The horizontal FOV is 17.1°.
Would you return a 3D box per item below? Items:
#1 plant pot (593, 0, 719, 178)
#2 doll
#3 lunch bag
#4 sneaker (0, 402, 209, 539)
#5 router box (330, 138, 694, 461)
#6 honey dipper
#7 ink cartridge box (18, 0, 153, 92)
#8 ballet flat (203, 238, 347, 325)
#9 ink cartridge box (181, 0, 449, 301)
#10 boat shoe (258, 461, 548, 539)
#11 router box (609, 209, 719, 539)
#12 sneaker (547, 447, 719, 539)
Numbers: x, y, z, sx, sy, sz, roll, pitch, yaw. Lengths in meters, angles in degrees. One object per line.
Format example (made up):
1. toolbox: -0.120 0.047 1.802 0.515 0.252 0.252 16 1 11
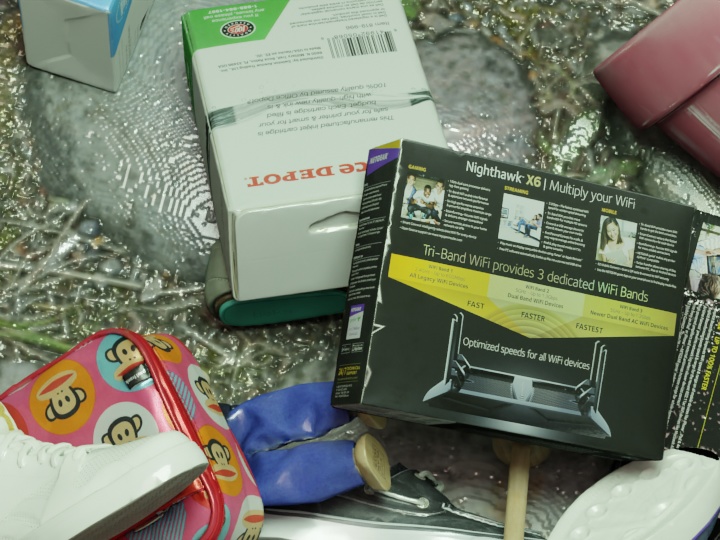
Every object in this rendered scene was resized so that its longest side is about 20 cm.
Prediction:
1. plant pot: 0.280 -0.124 1.547 0.200 0.200 0.179 -40 91 -18
2. doll: -0.082 0.122 1.445 0.200 0.048 0.137 -14 63 19
3. lunch bag: -0.160 0.148 1.412 0.200 0.082 0.176 -34 72 19
4. sneaker: -0.187 0.108 1.342 0.200 0.074 0.116 -29 77 22
5. router box: 0.092 0.020 1.416 0.200 0.052 0.157 12 81 -21
6. honey dipper: 0.095 0.137 1.439 0.038 0.038 0.200 10 32 1
7. ink cartridge box: -0.161 -0.236 1.595 0.067 0.116 0.200 18 67 4
8. ballet flat: 0.000 0.000 1.533 0.200 0.067 0.064 0 61 -3
9. ink cartridge box: -0.028 -0.083 1.521 0.146 0.083 0.200 -7 45 -7
10. boat shoe: 0.027 0.152 1.471 0.200 0.072 0.068 6 68 7
11. router box: 0.252 0.076 1.523 0.149 0.051 0.200 18 67 2
12. sneaker: 0.164 0.217 1.435 0.200 0.147 0.081 -42 33 -28
